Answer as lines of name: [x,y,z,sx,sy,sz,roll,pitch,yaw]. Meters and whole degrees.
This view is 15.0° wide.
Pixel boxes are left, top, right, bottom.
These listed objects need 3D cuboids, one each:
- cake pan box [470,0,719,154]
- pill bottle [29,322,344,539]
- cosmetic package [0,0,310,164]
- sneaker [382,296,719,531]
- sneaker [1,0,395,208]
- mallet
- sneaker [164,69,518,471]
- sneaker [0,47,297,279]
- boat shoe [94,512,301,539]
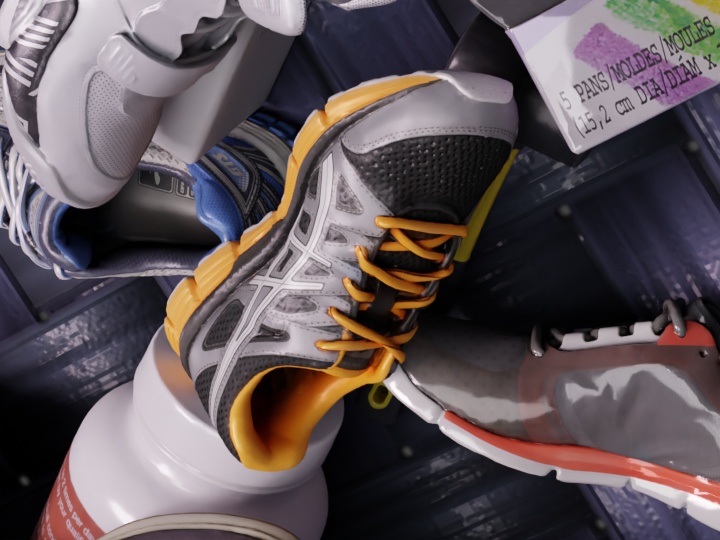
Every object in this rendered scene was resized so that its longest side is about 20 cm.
cake pan box: [0.111,-0.161,0.923,0.200,0.052,0.184,-26,99,10]
pill bottle: [-0.081,0.118,1.153,0.112,0.112,0.200,32,124,9]
cosmetic package: [-0.056,-0.152,1.035,0.102,0.074,0.200,33,126,8]
sneaker: [0.105,0.039,1.055,0.200,0.077,0.082,17,111,4]
sneaker: [-0.055,-0.093,0.965,0.115,0.075,0.200,31,122,25]
mallet: [0.048,-0.009,1.079,0.066,0.041,0.200,24,127,11]
sneaker: [0.000,0.000,1.017,0.200,0.078,0.077,-50,45,40]
sneaker: [-0.118,-0.039,1.112,0.200,0.085,0.077,8,117,23]
boat shoe: [-0.112,0.145,1.071,0.200,0.065,0.072,-8,115,17]
